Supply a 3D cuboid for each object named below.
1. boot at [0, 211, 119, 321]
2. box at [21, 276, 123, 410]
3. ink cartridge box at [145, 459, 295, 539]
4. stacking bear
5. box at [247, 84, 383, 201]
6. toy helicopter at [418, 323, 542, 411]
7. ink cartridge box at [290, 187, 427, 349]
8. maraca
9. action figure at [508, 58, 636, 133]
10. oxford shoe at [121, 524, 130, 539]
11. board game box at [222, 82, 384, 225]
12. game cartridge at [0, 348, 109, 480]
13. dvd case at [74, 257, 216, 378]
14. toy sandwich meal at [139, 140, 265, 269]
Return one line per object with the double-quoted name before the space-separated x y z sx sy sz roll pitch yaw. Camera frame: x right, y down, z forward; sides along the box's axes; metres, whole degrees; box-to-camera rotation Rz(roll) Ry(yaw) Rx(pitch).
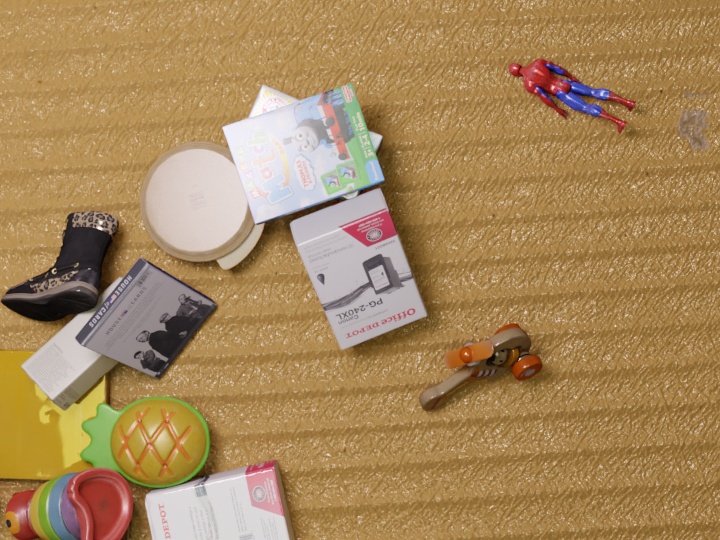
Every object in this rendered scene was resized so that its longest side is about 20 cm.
"boot" -0.455 -0.007 1.647 0.200 0.073 0.151 -12 53 39
"box" -0.403 0.110 1.626 0.200 0.068 0.082 -42 71 -13
"ink cartridge box" -0.211 0.384 1.641 0.200 0.084 0.145 -12 89 -1
"stacking bear" -0.450 0.360 1.610 0.200 0.114 0.122 -13 95 30
"box" -0.078 -0.188 1.644 0.200 0.101 0.113 23 90 0
"toy helicopter" 0.168 0.151 1.633 0.200 0.132 0.079 -37 59 16
"ink cartridge box" 0.000 0.000 1.604 0.145 0.083 0.200 -22 120 1
"maraca" -0.326 0.259 1.633 0.200 0.107 0.137 0 81 5
"action figure" 0.322 -0.276 1.673 0.200 0.052 0.065 26 84 5
"oxford shoe" -0.401 0.438 1.648 0.071 0.071 0.200 14 87 2
"board game box" -0.082 -0.169 1.574 0.200 0.037 0.151 -19 90 1
"game cartridge" -0.479 0.224 1.673 0.176 0.032 0.200 2 91 0
"dvd case" -0.312 0.074 1.597 0.025 0.200 0.150 38 89 30
"toy sandwich meal" -0.238 -0.101 1.663 0.205 0.070 0.205 0 87 5
